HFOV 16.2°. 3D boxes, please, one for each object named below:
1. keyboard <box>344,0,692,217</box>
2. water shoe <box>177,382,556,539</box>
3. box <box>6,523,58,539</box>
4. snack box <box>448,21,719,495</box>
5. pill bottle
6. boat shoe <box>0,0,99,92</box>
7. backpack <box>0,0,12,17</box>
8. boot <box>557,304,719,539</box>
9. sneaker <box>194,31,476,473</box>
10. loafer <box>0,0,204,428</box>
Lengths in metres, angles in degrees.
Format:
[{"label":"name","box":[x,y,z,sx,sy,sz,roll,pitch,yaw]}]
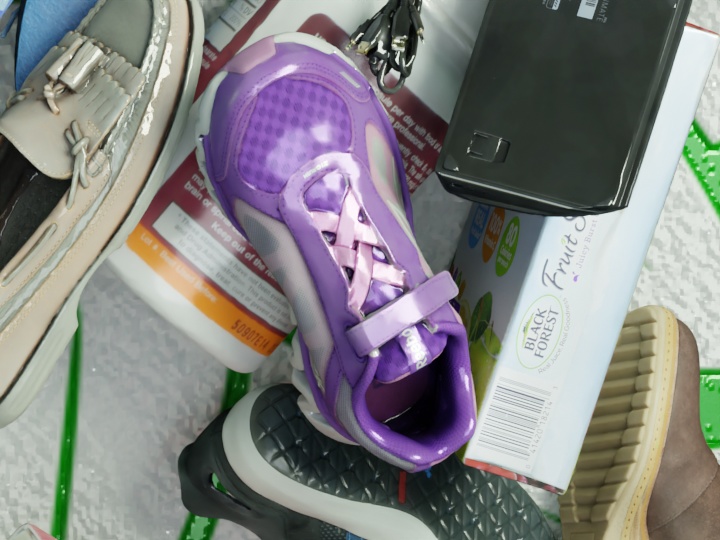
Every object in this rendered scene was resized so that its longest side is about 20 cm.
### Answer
[{"label":"keyboard","box":[0.071,-0.118,1.007,0.126,0.021,0.201,15,68,11]},{"label":"water shoe","box":[0.007,0.112,1.150,0.199,0.072,0.079,33,139,-27]},{"label":"box","box":[-0.107,0.218,1.077,0.128,0.109,0.200,-44,139,2]},{"label":"snack box","box":[0.084,-0.020,1.090,0.053,0.142,0.201,17,97,-12]},{"label":"pill bottle","box":[-0.024,-0.065,1.083,0.114,0.114,0.200,41,93,-13]},{"label":"boat shoe","box":[-0.096,-0.152,1.083,0.084,0.069,0.201,21,95,-16]},{"label":"backpack","box":[-0.200,-0.112,0.938,0.134,0.200,0.183,30,90,-21]},{"label":"boot","box":[0.176,0.125,1.180,0.165,0.072,0.202,9,88,-26]},{"label":"sneaker","box":[0.000,0.000,1.004,0.080,0.088,0.201,-27,121,-9]},{"label":"loafer","box":[-0.130,-0.032,1.019,0.063,0.072,0.201,23,95,-44]}]
